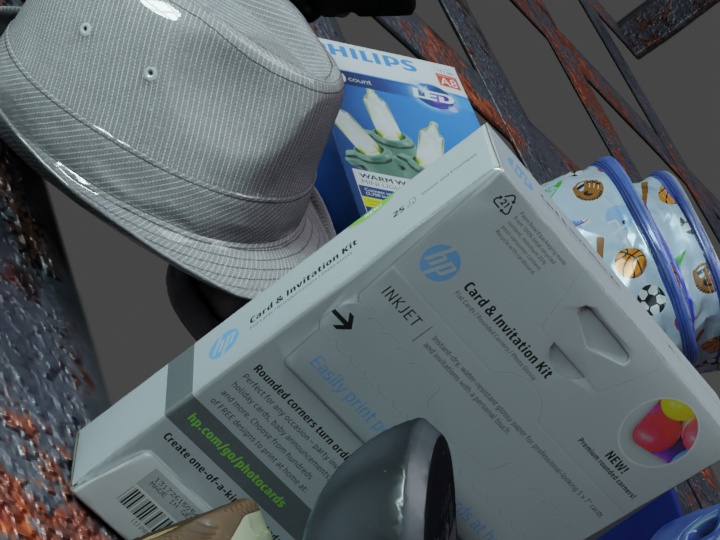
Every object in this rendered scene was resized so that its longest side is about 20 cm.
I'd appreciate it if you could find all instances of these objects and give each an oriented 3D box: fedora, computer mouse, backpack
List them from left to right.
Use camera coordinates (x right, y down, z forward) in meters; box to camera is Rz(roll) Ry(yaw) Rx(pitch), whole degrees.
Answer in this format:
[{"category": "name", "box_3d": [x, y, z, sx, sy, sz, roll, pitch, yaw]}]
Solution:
[{"category": "fedora", "box_3d": [-0.075, -0.084, 0.761, 0.200, 0.091, 0.176, 39, 24, 18]}, {"category": "computer mouse", "box_3d": [0.006, 0.147, 0.615, 0.139, 0.052, 0.202, -62, 151, -65]}, {"category": "backpack", "box_3d": [0.173, 0.017, 1.202, 0.201, 0.153, 0.191, 61, 0, 21]}]

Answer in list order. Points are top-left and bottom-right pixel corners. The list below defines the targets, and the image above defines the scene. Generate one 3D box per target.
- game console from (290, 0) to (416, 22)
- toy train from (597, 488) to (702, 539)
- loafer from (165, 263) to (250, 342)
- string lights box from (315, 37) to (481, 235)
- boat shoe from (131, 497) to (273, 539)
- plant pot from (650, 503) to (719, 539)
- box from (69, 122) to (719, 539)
[{"category": "game console", "box_3d": [-0.100, -0.163, 0.806, 0.200, 0.175, 0.117, 48, 18, -24]}, {"category": "toy train", "box_3d": [0.134, 0.079, 0.962, 0.116, 0.084, 0.201, -76, 145, -71]}, {"category": "loafer", "box_3d": [-0.052, -0.027, 0.872, 0.072, 0.063, 0.201, 48, 18, -23]}, {"category": "string lights box", "box_3d": [0.021, -0.040, 0.923, 0.102, 0.059, 0.201, 9, 37, -23]}, {"category": "boat shoe", "box_3d": [-0.067, 0.123, 0.535, 0.202, 0.074, 0.075, -8, 77, -69]}, {"category": "plant pot", "box_3d": [0.209, 0.212, 0.759, 0.200, 0.180, 0.200, 42, 50, 0]}, {"category": "box", "box_3d": [0.016, 0.064, 0.649, 0.156, 0.199, 0.041, 46, 18, -25]}]
